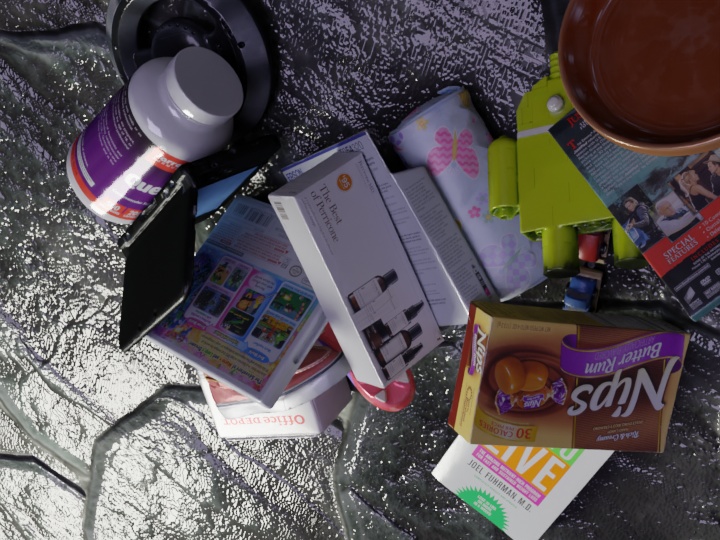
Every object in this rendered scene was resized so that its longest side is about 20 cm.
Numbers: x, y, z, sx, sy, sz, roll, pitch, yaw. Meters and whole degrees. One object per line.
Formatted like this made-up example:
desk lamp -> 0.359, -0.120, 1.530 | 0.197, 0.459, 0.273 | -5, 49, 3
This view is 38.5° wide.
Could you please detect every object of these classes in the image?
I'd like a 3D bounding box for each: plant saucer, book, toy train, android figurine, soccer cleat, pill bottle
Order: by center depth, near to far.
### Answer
plant saucer -> 0.249, -0.181, 0.783 | 0.200, 0.032, 0.201 | -11, 69, 30
android figurine -> 0.192, -0.097, 0.864 | 0.181, 0.041, 0.201 | -7, 74, 31
toy train -> 0.212, -0.031, 0.937 | 0.034, 0.046, 0.201 | 15, 120, 21
pill bottle -> -0.203, -0.135, 1.028 | 0.200, 0.112, 0.113 | -33, 95, 42
soccer cleat -> -0.015, 0.062, 1.062 | 0.067, 0.076, 0.200 | -37, 75, -7
book -> 0.173, 0.184, 1.069 | 0.133, 0.048, 0.200 | 36, 128, 11

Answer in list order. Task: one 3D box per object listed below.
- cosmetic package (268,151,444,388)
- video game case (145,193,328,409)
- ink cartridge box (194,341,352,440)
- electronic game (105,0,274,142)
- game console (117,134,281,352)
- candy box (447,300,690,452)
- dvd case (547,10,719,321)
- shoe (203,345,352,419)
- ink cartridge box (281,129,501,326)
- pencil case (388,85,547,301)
cosmetic package -> 0.000, 0.000, 0.935 | 0.051, 0.082, 0.201 | 7, 128, 55
video game case -> -0.106, 0.023, 1.019 | 0.200, 0.182, 0.024 | 22, 163, 42
ink cartridge box -> -0.112, 0.079, 1.143 | 0.146, 0.083, 0.201 | -7, 109, 30
electronic game -> -0.177, -0.221, 1.057 | 0.199, 0.042, 0.201 | 16, 128, 21
game console -> -0.162, -0.026, 1.027 | 0.200, 0.176, 0.117 | -33, 84, 53
candy box -> 0.187, 0.097, 0.924 | 0.199, 0.056, 0.117 | 6, 101, -17
dvd case -> 0.252, -0.082, 0.785 | 0.146, 0.022, 0.200 | -41, 60, 17
shoe -> -0.098, 0.089, 1.034 | 0.200, 0.071, 0.091 | -20, 104, 46
ink cartridge box -> 0.024, -0.036, 0.989 | 0.200, 0.043, 0.196 | 61, 154, -10
pencil case -> 0.109, -0.069, 0.951 | 0.091, 0.083, 0.200 | -34, 97, -8
